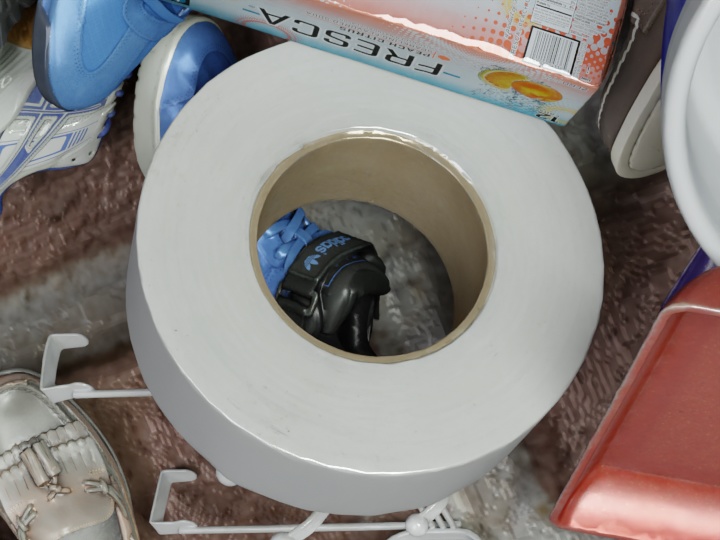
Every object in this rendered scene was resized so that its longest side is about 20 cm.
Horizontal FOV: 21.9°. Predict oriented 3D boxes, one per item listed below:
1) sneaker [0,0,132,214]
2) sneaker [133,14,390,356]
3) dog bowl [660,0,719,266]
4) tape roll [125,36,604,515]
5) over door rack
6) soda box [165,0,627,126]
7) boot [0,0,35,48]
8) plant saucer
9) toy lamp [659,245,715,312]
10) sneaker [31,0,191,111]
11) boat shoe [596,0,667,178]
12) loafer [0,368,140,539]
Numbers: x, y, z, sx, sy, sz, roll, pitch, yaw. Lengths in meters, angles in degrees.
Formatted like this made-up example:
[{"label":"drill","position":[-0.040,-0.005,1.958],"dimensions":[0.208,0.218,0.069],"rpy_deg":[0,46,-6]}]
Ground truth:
[{"label":"sneaker","position":[-0.149,-0.102,0.940],"dimensions":[0.200,0.075,0.088],"rpy_deg":[-31,135,19]},{"label":"sneaker","position":[-0.039,-0.023,0.889],"dimensions":[0.111,0.077,0.201],"rpy_deg":[8,113,32]},{"label":"dog bowl","position":[0.210,-0.072,0.681],"dimensions":[0.199,0.079,0.201],"rpy_deg":[4,125,5]},{"label":"tape roll","position":[0.000,0.000,0.802],"dimensions":[0.202,0.202,0.071],"rpy_deg":[45,158,9]},{"label":"over door rack","position":[-0.052,0.107,0.911],"dimensions":[0.199,0.067,0.148],"rpy_deg":[7,146,28]},{"label":"soda box","position":[0.008,-0.124,0.772],"dimensions":[0.199,0.068,0.064],"rpy_deg":[18,79,-4]},{"label":"boot","position":[-0.246,-0.172,0.922],"dimensions":[0.200,0.066,0.165],"rpy_deg":[23,74,31]},{"label":"plant saucer","position":[0.191,0.064,0.730],"dimensions":[0.199,0.037,0.200],"rpy_deg":[10,149,-3]},{"label":"toy lamp","position":[0.146,0.075,0.830],"dimensions":[0.058,0.058,0.201],"rpy_deg":[22,118,22]},{"label":"sneaker","position":[-0.076,-0.154,0.831],"dimensions":[0.078,0.066,0.200],"rpy_deg":[29,89,21]},{"label":"boat shoe","position":[0.148,-0.126,0.752],"dimensions":[0.060,0.072,0.200],"rpy_deg":[52,133,29]},{"label":"loafer","position":[-0.150,0.147,1.012],"dimensions":[0.200,0.072,0.063],"rpy_deg":[68,167,-13]}]
